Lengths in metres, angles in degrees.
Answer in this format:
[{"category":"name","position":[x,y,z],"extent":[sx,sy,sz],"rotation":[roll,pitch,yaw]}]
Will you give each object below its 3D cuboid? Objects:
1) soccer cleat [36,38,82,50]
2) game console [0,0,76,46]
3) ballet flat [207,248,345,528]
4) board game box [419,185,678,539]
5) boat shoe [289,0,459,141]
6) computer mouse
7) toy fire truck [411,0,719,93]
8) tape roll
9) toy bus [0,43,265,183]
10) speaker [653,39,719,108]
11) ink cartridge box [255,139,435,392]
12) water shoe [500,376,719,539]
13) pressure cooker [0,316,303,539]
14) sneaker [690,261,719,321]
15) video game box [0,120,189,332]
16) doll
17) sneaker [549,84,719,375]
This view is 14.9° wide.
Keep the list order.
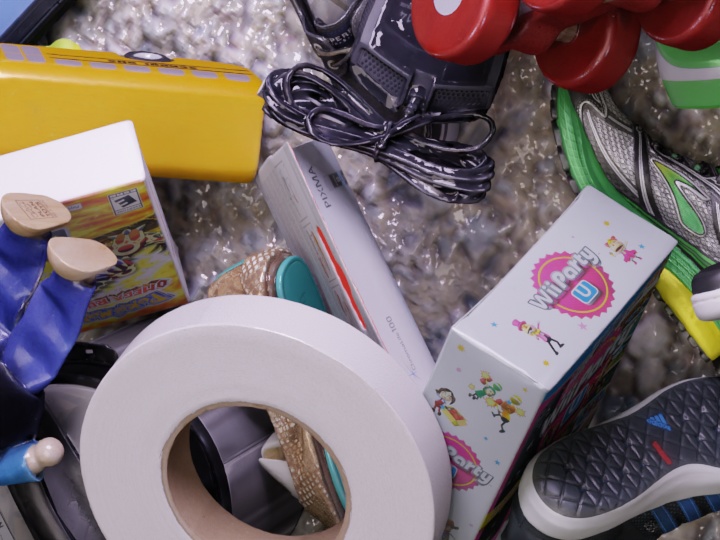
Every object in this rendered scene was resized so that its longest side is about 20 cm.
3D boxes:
[{"category":"soccer cleat","position":[-0.205,-0.049,1.701],"extent":[0.084,0.065,0.200],"rotation":[23,106,-15]},{"category":"game console","position":[-0.264,-0.207,1.649],"extent":[0.200,0.118,0.171],"rotation":[-43,74,24]},{"category":"ballet flat","position":[-0.034,0.080,1.583],"extent":[0.065,0.071,0.200],"rotation":[-9,108,31]},{"category":"board game box","position":[0.084,0.071,1.509],"extent":[0.064,0.148,0.200],"rotation":[34,138,13]},{"category":"boat shoe","position":[-0.007,-0.149,1.586],"extent":[0.070,0.066,0.200],"rotation":[-20,92,24]},{"category":"computer mouse","position":[0.038,-0.140,1.543],"extent":[0.138,0.053,0.200],"rotation":[24,73,0]},{"category":"toy fire truck","position":[0.113,-0.194,1.443],"extent":[0.200,0.112,0.168],"rotation":[-20,66,50]},{"category":"tape roll","position":[-0.051,0.109,1.468],"extent":[0.203,0.037,0.203],"rotation":[9,120,15]},{"category":"toy bus","position":[-0.162,-0.093,1.616],"extent":[0.200,0.078,0.065],"rotation":[4,104,-15]},{"category":"speaker","position":[0.193,-0.191,1.486],"extent":[0.088,0.088,0.200],"rotation":[-3,99,23]},{"category":"ink cartridge box","position":[0.000,0.000,1.546],"extent":[0.047,0.200,0.160],"rotation":[-25,90,-8]},{"category":"water shoe","position":[0.160,0.114,1.523],"extent":[0.072,0.200,0.079],"rotation":[60,143,27]},{"category":"pressure cooker","position":[-0.139,0.123,1.621],"extent":[0.176,0.200,0.179],"rotation":[20,108,17]},{"category":"sneaker","position":[0.253,-0.053,1.472],"extent":[0.200,0.073,0.112],"rotation":[-21,88,-8]},{"category":"video game box","position":[-0.210,-0.006,1.601],"extent":[0.200,0.182,0.047],"rotation":[-16,69,-1]},{"category":"doll","position":[-0.208,0.053,1.521],"extent":[0.136,0.048,0.200],"rotation":[42,118,25]},{"category":"sneaker","position":[0.179,-0.041,1.535],"extent":[0.085,0.078,0.200],"rotation":[-39,94,17]}]
